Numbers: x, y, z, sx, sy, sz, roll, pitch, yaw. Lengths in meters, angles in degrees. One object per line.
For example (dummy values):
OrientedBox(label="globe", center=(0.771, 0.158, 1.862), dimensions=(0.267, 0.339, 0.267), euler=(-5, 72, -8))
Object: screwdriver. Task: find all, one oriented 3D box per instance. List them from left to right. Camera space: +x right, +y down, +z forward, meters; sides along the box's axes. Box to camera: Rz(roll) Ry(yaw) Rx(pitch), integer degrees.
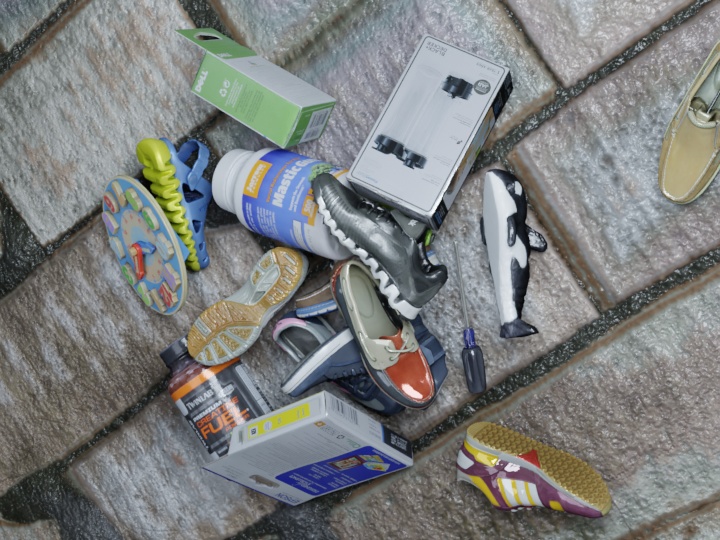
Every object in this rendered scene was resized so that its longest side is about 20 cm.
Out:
OrientedBox(label="screwdriver", center=(0.133, 0.056, 1.596), dimensions=(0.028, 0.029, 0.200), euler=(-4, 97, 26))

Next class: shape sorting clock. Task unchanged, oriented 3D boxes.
OrientedBox(label="shape sorting clock", center=(-0.292, -0.032, 1.714), dimensions=(0.200, 0.039, 0.200), euler=(33, 139, 35))

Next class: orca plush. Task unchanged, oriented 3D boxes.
OrientedBox(label="orca plush", center=(0.194, -0.022, 1.519), dimensions=(0.071, 0.105, 0.200), euler=(-6, 74, -12))

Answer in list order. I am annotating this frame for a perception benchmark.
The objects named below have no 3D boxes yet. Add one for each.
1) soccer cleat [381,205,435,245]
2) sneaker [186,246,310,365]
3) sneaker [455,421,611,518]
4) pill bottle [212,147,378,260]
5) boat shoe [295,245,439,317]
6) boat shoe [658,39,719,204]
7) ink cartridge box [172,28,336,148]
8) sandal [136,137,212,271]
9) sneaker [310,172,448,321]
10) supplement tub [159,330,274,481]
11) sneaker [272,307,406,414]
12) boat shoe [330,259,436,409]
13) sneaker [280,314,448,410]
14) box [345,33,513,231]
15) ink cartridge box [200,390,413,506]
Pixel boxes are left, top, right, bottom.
OrientedBox(label="soccer cleat", center=(0.051, -0.082, 1.553), dimensions=(0.084, 0.065, 0.200), euler=(14, 85, 31))
OrientedBox(label="sneaker", center=(-0.137, 0.050, 1.668), dimensions=(0.200, 0.088, 0.076), euler=(-42, 83, 12))
OrientedBox(label="sneaker", center=(0.213, 0.266, 1.589), dimensions=(0.200, 0.075, 0.090), euler=(27, 121, 23))
OrientedBox(label="pill bottle", center=(-0.087, -0.091, 1.598), dimensions=(0.200, 0.112, 0.112), euler=(19, 111, 34))
OrientedBox(label="boat shoe", center=(0.000, 0.000, 1.621), dimensions=(0.200, 0.072, 0.072), euler=(-23, 88, 17))
OrientedBox(label="boat shoe", center=(0.372, -0.163, 1.401), dimensions=(0.072, 0.076, 0.200), euler=(22, 111, 18))
OrientedBox(label="ink cartridge box", center=(-0.141, -0.231, 1.602), dimensions=(0.200, 0.104, 0.059), euler=(32, 113, 14))
OrientedBox(label="sandal", center=(-0.226, -0.092, 1.691), dimensions=(0.079, 0.087, 0.200), euler=(26, 135, 45))
OrientedBox(label="sneaker", center=(0.029, -0.043, 1.469), dimensions=(0.090, 0.066, 0.200), euler=(-37, 94, 23))
OrientedBox(label="supplement tub", center=(-0.187, 0.176, 1.723), dimensions=(0.107, 0.107, 0.200), euler=(-36, 87, 27))
OrientedBox(label="sneaker", center=(-0.031, 0.127, 1.653), dimensions=(0.200, 0.082, 0.070), euler=(34, 113, 13))
OrientedBox(label="boat shoe", center=(0.030, 0.076, 1.533), dimensions=(0.200, 0.071, 0.063), euler=(59, 160, 4))
OrientedBox(label="sneaker", center=(0.015, 0.132, 1.592), dimensions=(0.202, 0.077, 0.146), euler=(-35, 91, -15))
OrientedBox(label="box", center=(0.081, -0.161, 1.492), dimensions=(0.117, 0.060, 0.200), euler=(25, 81, 16))
OrientedBox(label="ink cartridge box", center=(-0.067, 0.233, 1.646), dimensions=(0.200, 0.198, 0.047), euler=(-21, 55, 27))
